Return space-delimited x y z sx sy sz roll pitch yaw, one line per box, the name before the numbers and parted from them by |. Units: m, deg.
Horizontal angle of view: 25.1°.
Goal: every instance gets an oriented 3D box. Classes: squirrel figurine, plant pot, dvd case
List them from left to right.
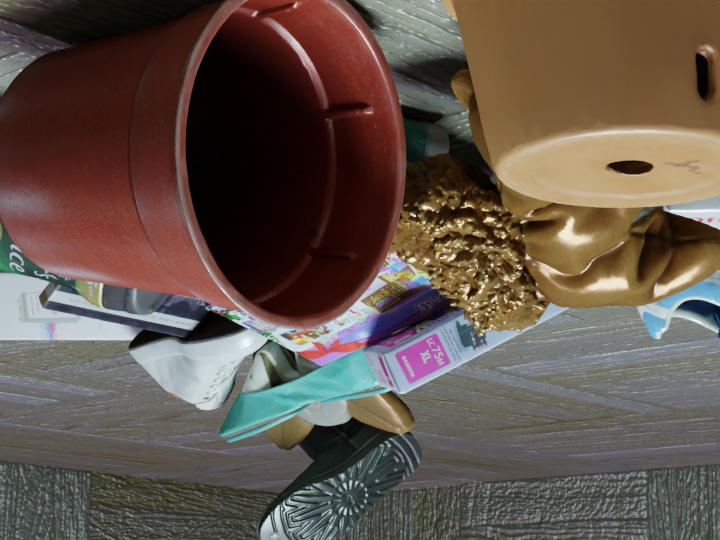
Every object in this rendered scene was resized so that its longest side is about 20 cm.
plant pot | -0.109 -0.068 0.982 0.195 0.202 0.200 1 169 38
dvd case | -0.134 -0.031 1.242 0.148 0.016 0.200 15 125 -46
squirrel figurine | -0.034 0.035 1.473 0.141 0.187 0.200 -17 126 32
squirrel figurine | 0.107 -0.047 1.033 0.199 0.142 0.187 -31 150 15
plant pot | 0.136 -0.117 0.832 0.199 0.141 0.200 2 166 0

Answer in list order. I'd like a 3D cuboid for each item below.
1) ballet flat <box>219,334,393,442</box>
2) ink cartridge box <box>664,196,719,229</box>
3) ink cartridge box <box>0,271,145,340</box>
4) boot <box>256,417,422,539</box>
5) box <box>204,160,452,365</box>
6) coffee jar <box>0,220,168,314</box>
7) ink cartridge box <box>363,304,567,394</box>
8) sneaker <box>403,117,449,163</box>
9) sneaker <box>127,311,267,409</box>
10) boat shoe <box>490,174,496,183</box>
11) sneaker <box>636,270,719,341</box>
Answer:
ballet flat | -0.048 0.085 1.356 0.199 0.071 0.067 -22 -174 32
ink cartridge box | 0.290 -0.057 1.195 0.146 0.083 0.200 -1 167 9
ink cartridge box | -0.284 0.020 1.508 0.199 0.068 0.117 1 -168 1
boot | -0.044 0.168 1.527 0.181 0.073 0.200 -30 -150 -12
box | 0.000 0.000 1.212 0.199 0.039 0.137 -26 142 31
coffee jar | -0.223 -0.040 1.148 0.199 0.105 0.085 15 -157 6
ink cartridge box | 0.103 0.033 1.241 0.199 0.042 0.119 -25 -178 -7
sneaker | -0.017 -0.061 1.217 0.080 0.072 0.200 17 145 -25
sneaker | -0.119 0.072 1.380 0.085 0.073 0.200 55 150 -14
boat shoe | 0.173 -0.043 1.304 0.199 0.072 0.062 4 170 -30
sneaker | 0.299 0.021 1.191 0.199 0.073 0.072 0 166 -6
